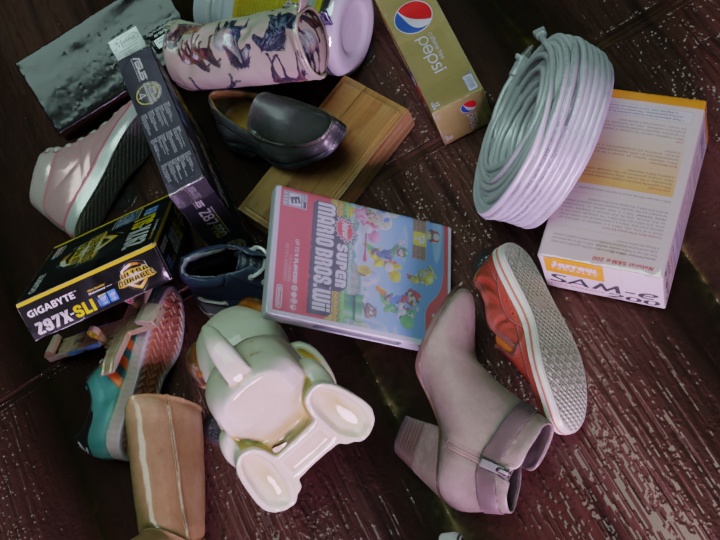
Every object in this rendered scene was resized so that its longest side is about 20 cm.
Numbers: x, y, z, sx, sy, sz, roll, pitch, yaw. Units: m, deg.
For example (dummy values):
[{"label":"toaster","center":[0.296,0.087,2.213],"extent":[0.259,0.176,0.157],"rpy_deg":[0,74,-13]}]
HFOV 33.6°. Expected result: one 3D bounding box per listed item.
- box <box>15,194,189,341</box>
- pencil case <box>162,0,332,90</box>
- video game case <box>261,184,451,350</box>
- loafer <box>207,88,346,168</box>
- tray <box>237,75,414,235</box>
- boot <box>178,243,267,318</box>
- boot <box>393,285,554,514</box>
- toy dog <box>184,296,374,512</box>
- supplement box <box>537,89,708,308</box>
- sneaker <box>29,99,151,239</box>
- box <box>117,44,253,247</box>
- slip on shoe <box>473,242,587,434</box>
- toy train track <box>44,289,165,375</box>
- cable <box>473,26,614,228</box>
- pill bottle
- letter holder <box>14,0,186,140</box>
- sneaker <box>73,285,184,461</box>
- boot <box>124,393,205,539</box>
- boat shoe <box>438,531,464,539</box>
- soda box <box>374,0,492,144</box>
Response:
[{"label":"box","center":[-0.272,-0.009,1.287],"extent":[0.158,0.050,0.200],"rpy_deg":[-22,18,5]},{"label":"pencil case","center":[-0.129,-0.249,1.326],"extent":[0.198,0.078,0.091],"rpy_deg":[-1,104,28]},{"label":"video game case","center":[0.000,0.000,1.211],"extent":[0.198,0.017,0.144],"rpy_deg":[13,62,-19]},{"label":"loafer","center":[-0.099,-0.163,1.323],"extent":[0.199,0.072,0.073],"rpy_deg":[9,60,44]},{"label":"tray","center":[-0.038,-0.117,1.340],"extent":[0.098,0.037,0.201],"rpy_deg":[31,78,28]},{"label":"boot","center":[-0.089,0.009,1.260],"extent":[0.198,0.091,0.073],"rpy_deg":[-9,62,11]},{"label":"boot","center":[0.118,0.128,1.138],"extent":[0.145,0.070,0.202],"rpy_deg":[17,88,37]},{"label":"toy dog","center":[-0.108,0.111,1.174],"extent":[0.140,0.193,0.200],"rpy_deg":[-50,27,5]},{"label":"supplement box","center":[0.267,-0.076,1.198],"extent":[0.125,0.074,0.202],"rpy_deg":[12,69,22]},{"label":"sneaker","center":[-0.320,-0.142,1.418],"extent":[0.104,0.075,0.201],"rpy_deg":[27,80,22]},{"label":"box","center":[-0.194,-0.126,1.322],"extent":[0.049,0.161,0.201],"rpy_deg":[-27,59,3]},{"label":"slip on shoe","center":[0.166,0.071,1.171],"extent":[0.061,0.074,0.202],"rpy_deg":[-40,60,36]},{"label":"toy train track","center":[-0.285,0.063,1.280],"extent":[0.199,0.033,0.115],"rpy_deg":[-18,41,41]},{"label":"cable","center":[0.180,-0.139,1.198],"extent":[0.069,0.200,0.202],"rpy_deg":[23,102,-11]},{"label":"pill bottle","center":[-0.093,-0.298,1.401],"extent":[0.198,0.112,0.113],"rpy_deg":[15,70,23]},{"label":"letter holder","center":[-0.300,-0.252,1.464],"extent":[0.199,0.142,0.101],"rpy_deg":[-33,91,-3]},{"label":"sneaker","center":[-0.252,0.104,1.280],"extent":[0.079,0.072,0.202],"rpy_deg":[2,60,25]},{"label":"boot","center":[-0.212,0.217,1.161],"extent":[0.066,0.175,0.202],"rpy_deg":[-22,62,24]},{"label":"boat shoe","center":[0.113,0.330,1.056],"extent":[0.063,0.071,0.202],"rpy_deg":[-15,69,11]},{"label":"soda box","center":[0.079,-0.246,1.345],"extent":[0.064,0.068,0.201],"rpy_deg":[-25,60,5]}]
